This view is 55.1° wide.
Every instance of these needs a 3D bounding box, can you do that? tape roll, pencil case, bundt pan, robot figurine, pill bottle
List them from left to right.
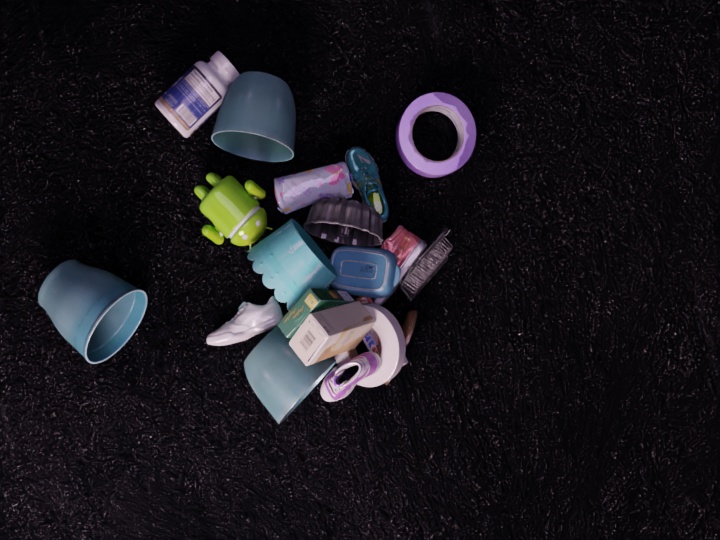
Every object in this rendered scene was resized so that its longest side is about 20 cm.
[{"bbox_3d":[-0.385,-0.427,1.655,0.200,0.111,0.111,-44,95,-3],"label":"pill bottle"},{"bbox_3d":[-0.308,-0.145,1.668,0.175,0.116,0.200,-44,95,2],"label":"robot figurine"},{"bbox_3d":[-0.115,-0.204,1.701,0.196,0.083,0.093,-14,102,-5],"label":"pencil case"},{"bbox_3d":[-0.036,-0.121,1.660,0.198,0.202,0.077,12,80,-5],"label":"bundt pan"},{"bbox_3d":[0.017,0.182,1.691,0.199,0.037,0.208,5,99,33],"label":"tape roll"},{"bbox_3d":[0.188,-0.339,1.733,0.195,0.066,0.205,0,92,-6],"label":"tape roll"}]

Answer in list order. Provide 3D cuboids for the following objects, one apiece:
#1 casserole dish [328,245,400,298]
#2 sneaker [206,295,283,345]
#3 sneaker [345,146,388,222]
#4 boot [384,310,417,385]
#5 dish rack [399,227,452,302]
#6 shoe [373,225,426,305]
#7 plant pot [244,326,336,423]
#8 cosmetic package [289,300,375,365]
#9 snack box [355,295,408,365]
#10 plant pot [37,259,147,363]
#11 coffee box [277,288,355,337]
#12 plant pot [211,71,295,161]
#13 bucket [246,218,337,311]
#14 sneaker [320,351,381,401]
[{"bbox_3d":[0.000,0.000,1.699,0.196,0.039,0.124,7,85,20],"label":"casserole dish"},{"bbox_3d":[-0.291,0.124,1.709,0.196,0.075,0.090,-19,81,-10],"label":"sneaker"},{"bbox_3d":[0.024,-0.215,1.715,0.076,0.080,0.203,-25,93,-4],"label":"sneaker"},{"bbox_3d":[0.081,0.182,1.740,0.074,0.074,0.203,27,91,5],"label":"boot"},{"bbox_3d":[0.163,-0.017,1.667,0.054,0.200,0.154,40,73,7],"label":"dish rack"},{"bbox_3d":[0.074,-0.013,1.735,0.090,0.071,0.201,37,92,8],"label":"shoe"},{"bbox_3d":[-0.180,0.233,1.650,0.161,0.201,0.201,44,88,5],"label":"plant pot"},{"bbox_3d":[-0.062,0.143,1.597,0.071,0.199,0.106,47,120,20],"label":"cosmetic package"},{"bbox_3d":[0.039,0.159,1.711,0.072,0.024,0.202,-38,75,29],"label":"snack box"},{"bbox_3d":[-0.638,0.081,1.618,0.186,0.200,0.202,32,89,10],"label":"plant pot"},{"bbox_3d":[-0.099,0.098,1.612,0.123,0.199,0.044,-47,71,15],"label":"coffee box"},{"bbox_3d":[-0.242,-0.369,1.635,0.196,0.201,0.165,9,81,-5],"label":"plant pot"},{"bbox_3d":[-0.157,-0.011,1.641,0.134,0.207,0.208,-38,95,5],"label":"bucket"},{"bbox_3d":[-0.051,0.261,1.657,0.200,0.114,0.073,-43,75,31],"label":"sneaker"}]
